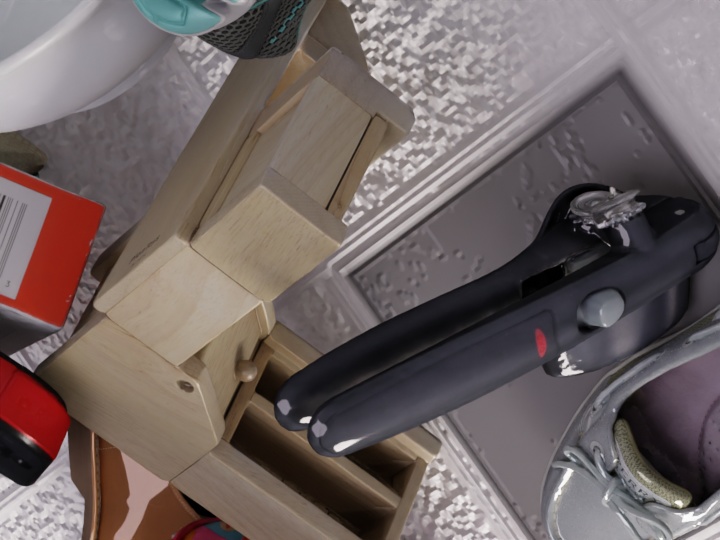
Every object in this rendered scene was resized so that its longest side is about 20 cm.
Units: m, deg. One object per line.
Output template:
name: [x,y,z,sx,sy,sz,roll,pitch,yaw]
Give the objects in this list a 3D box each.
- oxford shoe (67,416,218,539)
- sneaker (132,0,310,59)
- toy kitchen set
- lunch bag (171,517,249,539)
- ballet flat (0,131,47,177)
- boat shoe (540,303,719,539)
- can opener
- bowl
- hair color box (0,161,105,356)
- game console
oxford shoe: [-0.096,0.141,1.081,0.071,0.071,0.201,5,112,26]
sneaker: [-0.023,-0.173,0.866,0.077,0.091,0.200,25,83,26]
toy kitchen set: [0.000,0.000,0.935,0.180,0.163,0.200,37,140,-14]
lunch bag: [-0.048,0.193,0.974,0.176,0.200,0.082,12,119,8]
ballet flat: [-0.242,-0.069,1.088,0.199,0.067,0.063,-1,100,33]
boat shoe: [0.136,0.063,0.893,0.074,0.065,0.202,50,128,5]
can opener: [0.059,0.022,0.845,0.063,0.200,0.079,11,120,56]
bowl: [-0.136,-0.131,0.941,0.201,0.202,0.090,0,148,33]
hair color box: [-0.199,-0.008,1.003,0.111,0.064,0.200,23,163,-17]
game console: [-0.223,0.033,0.967,0.200,0.031,0.177,33,161,-5]
